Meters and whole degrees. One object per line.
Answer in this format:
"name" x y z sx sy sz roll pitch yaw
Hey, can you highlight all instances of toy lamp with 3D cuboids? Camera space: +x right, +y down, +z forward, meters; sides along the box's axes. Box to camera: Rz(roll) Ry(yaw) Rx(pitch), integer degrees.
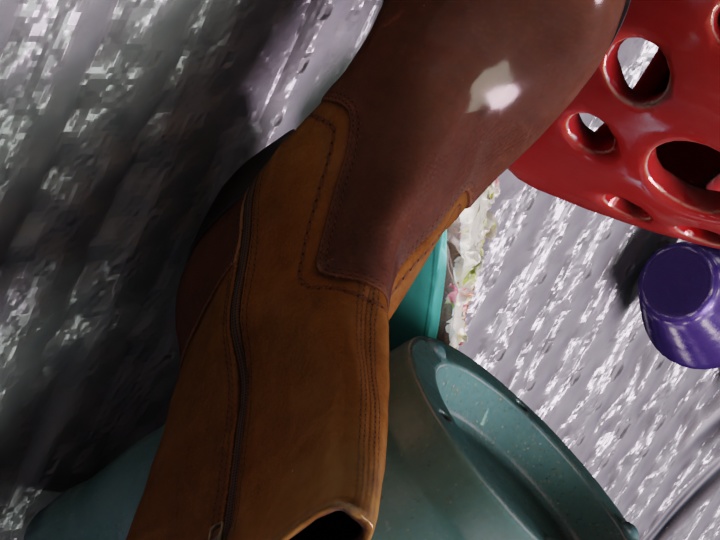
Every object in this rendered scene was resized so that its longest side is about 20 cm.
"toy lamp" 0.170 0.028 1.170 0.058 0.058 0.200 -55 154 3

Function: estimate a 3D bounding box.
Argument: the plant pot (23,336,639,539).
"plant pot" 0.011 0.107 0.823 0.134 0.200 0.200 -44 155 14

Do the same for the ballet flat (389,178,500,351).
"ballet flat" 0.013 0.022 0.906 0.064 0.076 0.200 -53 165 -49

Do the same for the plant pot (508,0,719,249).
"plant pot" 0.160 -0.091 0.840 0.200 0.182 0.201 -44 147 -38

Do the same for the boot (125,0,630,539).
"boot" 0.000 0.000 0.717 0.188 0.068 0.200 -35 -157 28
